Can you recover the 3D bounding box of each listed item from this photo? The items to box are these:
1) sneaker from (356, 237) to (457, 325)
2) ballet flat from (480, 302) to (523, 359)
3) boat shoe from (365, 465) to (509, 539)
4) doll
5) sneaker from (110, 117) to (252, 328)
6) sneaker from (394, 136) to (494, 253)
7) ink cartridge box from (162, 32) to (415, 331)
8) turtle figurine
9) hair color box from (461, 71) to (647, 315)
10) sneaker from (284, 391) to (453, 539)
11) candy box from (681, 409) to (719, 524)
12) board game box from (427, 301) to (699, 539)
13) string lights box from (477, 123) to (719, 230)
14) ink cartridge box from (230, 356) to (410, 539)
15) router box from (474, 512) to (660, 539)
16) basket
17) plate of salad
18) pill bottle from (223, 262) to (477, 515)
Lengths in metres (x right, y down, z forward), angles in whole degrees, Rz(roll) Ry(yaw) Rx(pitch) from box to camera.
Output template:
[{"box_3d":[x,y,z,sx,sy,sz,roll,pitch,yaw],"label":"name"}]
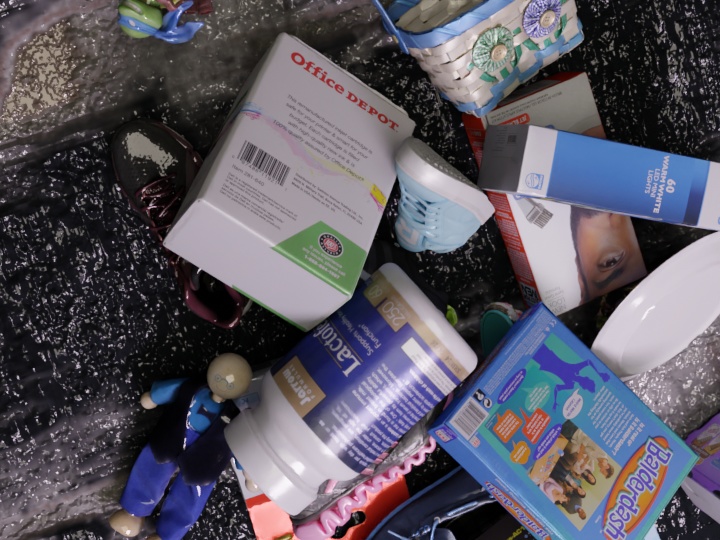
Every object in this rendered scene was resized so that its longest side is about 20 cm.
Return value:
[{"box_3d":[0.000,0.000,1.044,0.199,0.072,0.083,39,47,-3],"label":"sneaker"},{"box_3d":[0.167,0.113,1.096,0.064,0.075,0.202,-30,111,-37],"label":"ballet flat"},{"box_3d":[0.077,0.246,1.076,0.200,0.069,0.084,-42,136,-1],"label":"boat shoe"},{"box_3d":[-0.147,0.159,1.008,0.136,0.048,0.201,31,108,10],"label":"doll"},{"box_3d":[-0.147,-0.037,0.969,0.075,0.116,0.201,-31,104,0],"label":"sneaker"},{"box_3d":[0.062,-0.051,0.982,0.074,0.200,0.082,41,95,23],"label":"sneaker"},{"box_3d":[-0.055,-0.076,0.950,0.144,0.084,0.201,32,53,-15],"label":"ink cartridge box"},{"box_3d":[-0.178,-0.300,0.910,0.199,0.144,0.195,29,89,-18],"label":"turtle figurine"},{"box_3d":[0.182,-0.071,1.062,0.110,0.064,0.202,-23,104,-8],"label":"hair color box"},{"box_3d":[-0.006,0.150,1.015,0.200,0.079,0.096,-42,105,3],"label":"sneaker"},{"box_3d":[0.420,0.170,1.096,0.199,0.168,0.072,-38,105,-3],"label":"candy box"},{"box_3d":[0.179,0.152,0.994,0.200,0.045,0.152,44,66,0],"label":"board game box"},{"box_3d":[0.213,-0.081,0.982,0.198,0.103,0.060,9,94,-14],"label":"string lights box"},{"box_3d":[-0.039,0.176,1.064,0.158,0.047,0.202,-17,100,-9],"label":"ink cartridge box"},{"box_3d":[0.190,0.281,1.084,0.199,0.062,0.150,-37,129,-8],"label":"router box"},{"box_3d":[0.095,-0.252,0.974,0.176,0.139,0.201,-37,114,-3],"label":"basket"},{"box_3d":[0.285,0.031,1.066,0.199,0.048,0.201,-26,147,-18],"label":"plate of salad"},{"box_3d":[-0.010,0.100,0.938,0.200,0.116,0.116,-43,105,0],"label":"pill bottle"}]
